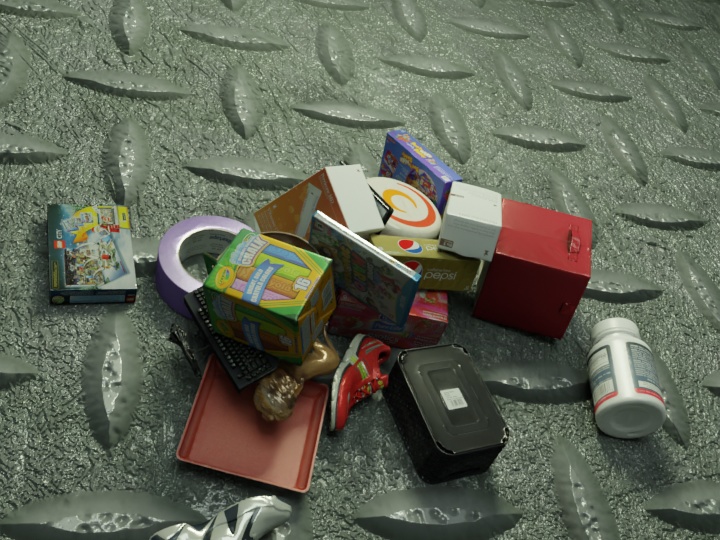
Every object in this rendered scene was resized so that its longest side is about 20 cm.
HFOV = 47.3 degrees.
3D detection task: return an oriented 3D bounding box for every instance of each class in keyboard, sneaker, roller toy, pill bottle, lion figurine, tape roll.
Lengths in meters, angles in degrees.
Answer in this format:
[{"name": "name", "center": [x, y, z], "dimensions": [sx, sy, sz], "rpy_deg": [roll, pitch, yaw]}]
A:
[{"name": "keyboard", "center": [-0.222, 0.106, 1.265], "dimensions": [0.127, 0.021, 0.200], "rpy_deg": [-32, 57, -10]}, {"name": "sneaker", "center": [0.001, 0.180, 1.340], "dimensions": [0.085, 0.077, 0.200], "rpy_deg": [17, 44, 8]}, {"name": "roller toy", "center": [0.048, -0.076, 1.566], "dimensions": [0.200, 0.140, 0.182], "rpy_deg": [42, 37, 20]}, {"name": "sneaker", "center": [-0.170, 0.385, 1.085], "dimensions": [0.199, 0.080, 0.130], "rpy_deg": [-9, 53, -28]}, {"name": "pill bottle", "center": [0.474, 0.189, 1.489], "dimensions": [0.119, 0.120, 0.200], "rpy_deg": [14, 45, -8]}, {"name": "lion figurine", "center": [-0.093, 0.152, 1.287], "dimensions": [0.200, 0.073, 0.122], "rpy_deg": [-30, 49, -31]}, {"name": "tape roll", "center": [-0.254, -0.004, 1.436], "dimensions": [0.200, 0.066, 0.200], "rpy_deg": [11, 45, -12]}]

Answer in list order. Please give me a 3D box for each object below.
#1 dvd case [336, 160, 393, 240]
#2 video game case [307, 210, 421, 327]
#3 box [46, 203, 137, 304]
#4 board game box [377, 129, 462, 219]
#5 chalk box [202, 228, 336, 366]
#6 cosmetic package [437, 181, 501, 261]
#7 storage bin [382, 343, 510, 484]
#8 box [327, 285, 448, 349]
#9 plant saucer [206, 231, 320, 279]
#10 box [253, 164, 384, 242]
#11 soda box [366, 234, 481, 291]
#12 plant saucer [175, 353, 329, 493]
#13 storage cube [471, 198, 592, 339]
[{"name": "dvd case", "center": [-0.034, -0.078, 1.497], "dimensions": [0.018, 0.200, 0.143], "rpy_deg": [-10, 50, -50]}, {"name": "video game case", "center": [0.000, 0.000, 1.337], "dimensions": [0.200, 0.143, 0.018], "rpy_deg": [33, 57, 13]}, {"name": "box", "center": [-0.460, -0.031, 1.403], "dimensions": [0.136, 0.038, 0.200], "rpy_deg": [-1, 48, -21]}, {"name": "board game box", "center": [0.114, -0.178, 1.670], "dimensions": [0.045, 0.135, 0.200], "rpy_deg": [-16, 46, -31]}, {"name": "chalk box", "center": [-0.153, 0.032, 1.229], "dimensions": [0.200, 0.125, 0.124], "rpy_deg": [18, 55, 16]}, {"name": "cosmetic package", "center": [0.200, -0.092, 1.489], "dimensions": [0.101, 0.074, 0.200], "rpy_deg": [14, 22, 2]}, {"name": "storage bin", "center": [0.136, 0.229, 1.342], "dimensions": [0.135, 0.094, 0.200], "rpy_deg": [-5, 49, -25]}, {"name": "box", "center": [0.049, 0.065, 1.462], "dimensions": [0.199, 0.096, 0.100], "rpy_deg": [13, 46, -9]}, {"name": "plant saucer", "center": [-0.152, 0.028, 1.335], "dimensions": [0.200, 0.035, 0.201], "rpy_deg": [-4, 57, 5]}, {"name": "box", "center": [-0.076, -0.088, 1.454], "dimensions": [0.097, 0.200, 0.125], "rpy_deg": [-13, 79, -50]}, {"name": "soda box", "center": [0.105, -0.013, 1.439], "dimensions": [0.199, 0.068, 0.064], "rpy_deg": [3, 33, -24]}, {"name": "plant saucer", "center": [-0.161, 0.237, 1.261], "dimensions": [0.199, 0.037, 0.200], "rpy_deg": [17, 45, -5]}, {"name": "storage cube", "center": [0.325, -0.002, 1.566], "dimensions": [0.179, 0.200, 0.171], "rpy_deg": [15, 45, 3]}]
